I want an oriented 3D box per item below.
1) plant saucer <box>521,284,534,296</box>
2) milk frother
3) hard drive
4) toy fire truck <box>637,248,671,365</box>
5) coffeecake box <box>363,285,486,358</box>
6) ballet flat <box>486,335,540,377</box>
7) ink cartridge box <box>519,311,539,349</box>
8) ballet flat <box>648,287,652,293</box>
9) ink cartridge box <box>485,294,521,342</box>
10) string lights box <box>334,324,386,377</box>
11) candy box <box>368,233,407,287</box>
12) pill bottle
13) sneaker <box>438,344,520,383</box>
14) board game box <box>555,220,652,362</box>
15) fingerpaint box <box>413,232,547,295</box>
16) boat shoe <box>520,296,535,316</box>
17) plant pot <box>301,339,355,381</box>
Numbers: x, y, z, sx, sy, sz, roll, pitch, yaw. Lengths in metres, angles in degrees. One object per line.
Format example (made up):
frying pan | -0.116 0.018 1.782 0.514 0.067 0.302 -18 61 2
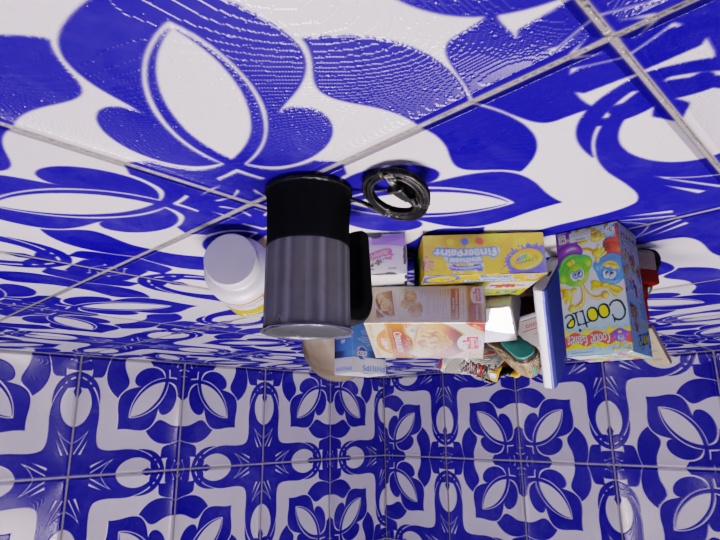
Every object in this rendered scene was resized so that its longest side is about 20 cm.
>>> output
plant saucer | 0.339 0.053 1.283 0.198 0.035 0.200 -1 165 0
milk frother | -0.019 -0.019 0.704 0.179 0.190 0.199 8 163 -33
hard drive | 0.354 0.095 1.043 0.025 0.202 0.132 1 -153 32
toy fire truck | 0.472 0.072 1.033 0.127 0.202 0.176 6 164 -21
coffeecake box | 0.116 0.093 0.990 0.198 0.074 0.154 -1 149 10
ballet flat | 0.287 0.148 1.108 0.070 0.066 0.200 -26 -155 -1
ink cartridge box | 0.389 0.136 1.197 0.116 0.068 0.200 -19 158 9
ballet flat | 0.519 0.042 1.212 0.199 0.075 0.074 -15 160 35
ink cartridge box | 0.212 0.074 1.134 0.198 0.083 0.147 -8 -154 23
string lights box | -0.001 0.119 1.195 0.059 0.202 0.102 -14 159 42
candy box | 0.000 0.000 1.002 0.166 0.072 0.200 -1 166 4
pill bottle | -0.197 0.009 0.950 0.110 0.112 0.200 -1 165 0
sneaker | 0.265 0.199 1.230 0.198 0.082 0.078 -2 128 -14
board game box | 0.389 0.039 0.911 0.102 0.202 0.104 -13 160 39
fingerpaint box | 0.197 -0.007 0.978 0.198 0.074 0.167 -2 166 0
boat shoe | 0.313 0.085 1.219 0.198 0.073 0.068 -6 159 -8
plant pot | -0.065 0.142 1.351 0.198 0.202 0.174 -5 149 15
